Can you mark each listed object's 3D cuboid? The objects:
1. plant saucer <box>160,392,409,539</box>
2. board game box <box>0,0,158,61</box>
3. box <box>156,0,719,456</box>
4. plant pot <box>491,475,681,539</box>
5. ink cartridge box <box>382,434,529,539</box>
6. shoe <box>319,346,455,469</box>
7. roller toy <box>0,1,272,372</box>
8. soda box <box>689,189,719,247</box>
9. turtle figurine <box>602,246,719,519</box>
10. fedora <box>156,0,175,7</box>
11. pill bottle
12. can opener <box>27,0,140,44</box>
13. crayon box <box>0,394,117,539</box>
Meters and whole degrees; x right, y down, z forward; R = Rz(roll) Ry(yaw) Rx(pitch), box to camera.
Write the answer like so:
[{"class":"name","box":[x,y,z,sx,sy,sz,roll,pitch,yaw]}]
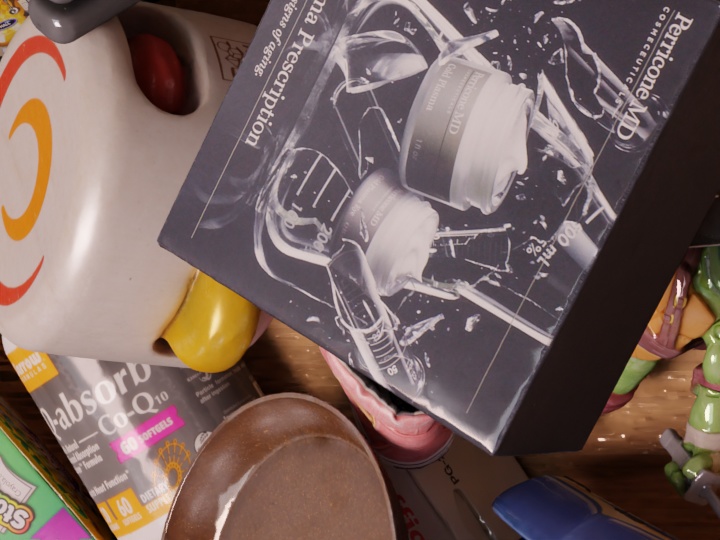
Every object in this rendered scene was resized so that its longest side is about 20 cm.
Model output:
[{"class":"plant saucer","box":[-0.037,0.165,1.216,0.200,0.034,0.202,-15,69,47]},{"class":"board game box","box":[-0.199,-0.155,1.229,0.199,0.024,0.105,-20,128,23]},{"class":"box","box":[0.047,-0.054,0.973,0.182,0.104,0.201,30,101,23]},{"class":"plant pot","box":[0.125,0.215,1.133,0.199,0.200,0.181,28,88,-6]},{"class":"ink cartridge box","box":[0.016,0.171,1.320,0.200,0.083,0.146,-35,89,43]},{"class":"shoe","box":[0.000,0.000,1.207,0.091,0.071,0.201,87,162,-72]},{"class":"roller toy","box":[-0.108,-0.044,1.200,0.200,0.139,0.184,3,86,62]},{"class":"soda box","box":[0.162,-0.114,1.027,0.070,0.063,0.201,-5,98,-1]},{"class":"turtle figurine","box":[0.111,0.049,1.123,0.194,0.143,0.201,-22,56,60]},{"class":"fedora","box":[-0.196,-0.157,1.301,0.199,0.082,0.201,2,135,3]},{"class":"pill bottle","box":[-0.135,0.052,1.349,0.116,0.116,0.201,-31,92,44]},{"class":"can opener","box":[-0.090,-0.181,1.156,0.066,0.200,0.053,33,146,25]},{"class":"crayon box","box":[-0.216,0.131,1.438,0.200,0.058,0.173,47,174,9]}]
